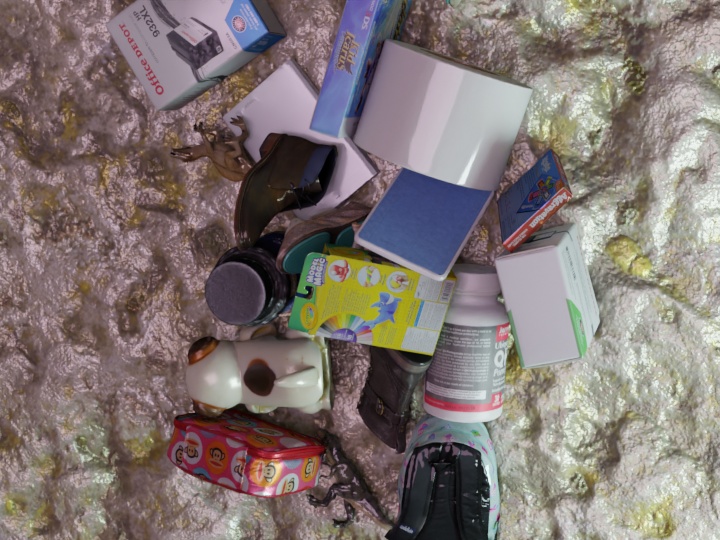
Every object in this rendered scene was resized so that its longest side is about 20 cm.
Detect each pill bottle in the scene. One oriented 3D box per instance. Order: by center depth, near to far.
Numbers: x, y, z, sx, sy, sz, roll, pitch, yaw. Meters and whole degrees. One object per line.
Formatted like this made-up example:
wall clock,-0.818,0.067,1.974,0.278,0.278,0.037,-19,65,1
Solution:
pill bottle,0.144,0.096,1.647,0.110,0.111,0.201,6,101,13
pill bottle,-0.136,0.014,1.659,0.111,0.200,0.113,3,100,14

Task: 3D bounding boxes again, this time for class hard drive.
hard drive,-0.084,-0.176,1.706,0.132,0.026,0.200,-38,89,17

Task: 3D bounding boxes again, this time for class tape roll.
tape roll,0.105,-0.201,1.564,0.202,0.203,0.140,20,104,10

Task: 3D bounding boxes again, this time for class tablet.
tablet,0.087,-0.073,1.603,0.130,0.200,0.014,25,137,9

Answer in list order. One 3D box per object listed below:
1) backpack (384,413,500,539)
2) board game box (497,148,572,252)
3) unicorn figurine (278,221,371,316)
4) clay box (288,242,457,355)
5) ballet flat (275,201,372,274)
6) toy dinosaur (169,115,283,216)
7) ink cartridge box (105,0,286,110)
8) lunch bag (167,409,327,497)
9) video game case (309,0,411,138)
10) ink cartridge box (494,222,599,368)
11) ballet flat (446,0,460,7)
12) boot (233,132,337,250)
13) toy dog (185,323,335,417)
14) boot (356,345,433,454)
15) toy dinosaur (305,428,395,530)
backpack,0.117,0.297,1.673,0.166,0.127,0.201,1,114,2
board game box,0.219,-0.092,1.553,0.019,0.200,0.103,42,107,-10
unicorn figurine,0.000,0.000,1.629,0.074,0.199,0.138,30,117,40
clay box,0.012,0.035,1.566,0.199,0.048,0.115,11,111,-14
ballet flat,-0.057,-0.048,1.644,0.067,0.200,0.068,36,126,29
toy dinosaur,-0.176,-0.159,1.711,0.199,0.058,0.101,25,140,21
ink cartridge box,-0.229,-0.334,1.688,0.199,0.084,0.146,-31,91,17
lunch bag,-0.152,0.255,1.716,0.199,0.176,0.082,14,95,34
video game case,0.004,-0.276,1.587,0.045,0.181,0.201,20,103,10
ink cartridge box,0.244,0.029,1.567,0.084,0.200,0.147,-13,95,19
ballet flat,0.136,-0.448,1.589,0.062,0.067,0.201,-3,98,5
boot,-0.100,-0.107,1.616,0.096,0.201,0.075,5,143,17
toy dog,-0.143,0.149,1.693,0.199,0.194,0.140,-4,108,6
boot,0.022,0.135,1.696,0.200,0.069,0.175,56,141,39
toy dinosaur,-0.020,0.328,1.763,0.088,0.047,0.200,-39,91,10
